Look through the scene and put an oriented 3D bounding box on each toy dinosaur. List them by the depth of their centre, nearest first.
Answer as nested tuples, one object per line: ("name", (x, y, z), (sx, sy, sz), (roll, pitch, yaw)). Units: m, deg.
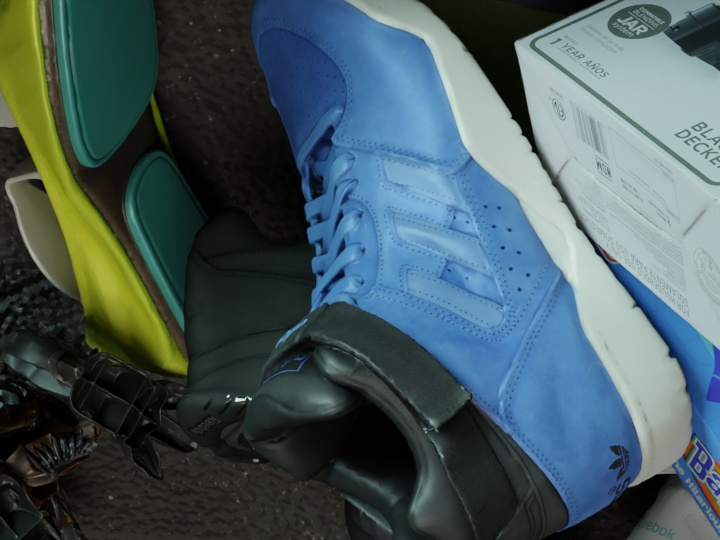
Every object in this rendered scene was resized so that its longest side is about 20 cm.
("toy dinosaur", (-0.145, 0.056, 0.884), (0.200, 0.135, 0.103), (30, 84, -53))

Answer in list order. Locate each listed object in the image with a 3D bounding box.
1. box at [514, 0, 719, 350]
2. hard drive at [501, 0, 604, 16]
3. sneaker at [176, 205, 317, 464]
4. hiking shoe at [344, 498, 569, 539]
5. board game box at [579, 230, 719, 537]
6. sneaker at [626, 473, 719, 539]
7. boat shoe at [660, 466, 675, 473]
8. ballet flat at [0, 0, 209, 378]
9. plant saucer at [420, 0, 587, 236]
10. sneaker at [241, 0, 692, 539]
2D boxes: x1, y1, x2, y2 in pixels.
("box", (0.161, -0.061, 0.738), (0.199, 0.117, 0.060), (-27, 127, -15))
("hard drive", (0.038, -0.124, 0.680), (0.139, 0.033, 0.200), (11, 165, -15))
("sneaker", (0.035, 0.009, 0.830), (0.199, 0.091, 0.076), (-2, 156, -14))
("hiking shoe", (0.040, 0.138, 0.952), (0.100, 0.076, 0.200), (-13, 137, 35))
("board game box", (0.177, 0.044, 0.779), (0.152, 0.201, 0.045), (-30, 169, -20))
("sneaker", (0.173, 0.136, 0.958), (0.200, 0.070, 0.081), (34, 78, -38))
("boat shoe", (0.063, 0.042, 0.902), (0.199, 0.072, 0.069), (8, 147, -11))
("ballet flat", (-0.096, -0.044, 0.849), (0.067, 0.067, 0.201), (4, 131, 26))
("plant saucer", (0.067, -0.100, 0.816), (0.199, 0.031, 0.201), (1, 126, 1))
("sneaker", (0.000, 0.000, 0.753), (0.200, 0.111, 0.077), (55, 154, 13))
